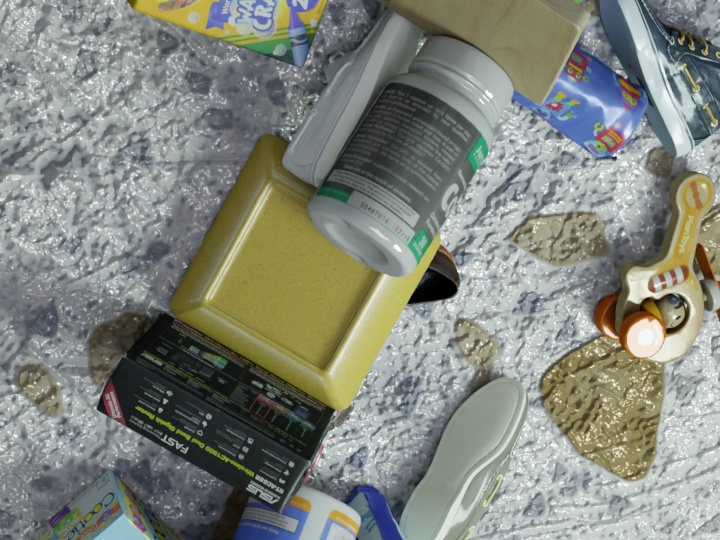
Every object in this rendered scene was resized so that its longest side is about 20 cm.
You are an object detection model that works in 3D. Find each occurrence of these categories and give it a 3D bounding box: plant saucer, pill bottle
[{"bbox_3d":[-0.056,0.004,1.609,0.200,0.048,0.200,30,97,3],"label":"plant saucer"},{"bbox_3d":[0.048,-0.104,1.538,0.113,0.113,0.200,39,75,-23],"label":"pill bottle"},{"bbox_3d":[-0.083,0.308,1.636,0.112,0.112,0.200,30,71,-22],"label":"pill bottle"}]

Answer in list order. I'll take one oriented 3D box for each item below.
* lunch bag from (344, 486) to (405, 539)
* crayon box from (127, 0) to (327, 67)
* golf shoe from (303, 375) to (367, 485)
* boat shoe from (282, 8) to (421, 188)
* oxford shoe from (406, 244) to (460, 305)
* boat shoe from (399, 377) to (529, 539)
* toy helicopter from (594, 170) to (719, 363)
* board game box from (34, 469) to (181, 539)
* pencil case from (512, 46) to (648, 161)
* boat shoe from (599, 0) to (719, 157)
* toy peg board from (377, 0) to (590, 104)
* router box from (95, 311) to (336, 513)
[{"bbox_3d":[0.002,0.340,1.725,0.127,0.170,0.200,11,106,-19],"label":"lunch bag"},{"bbox_3d":[-0.125,-0.275,1.537,0.200,0.052,0.126,16,104,-19],"label":"crayon box"},{"bbox_3d":[-0.058,0.127,1.686,0.092,0.073,0.200,25,101,-20],"label":"golf shoe"},{"bbox_3d":[-0.008,-0.169,1.593,0.068,0.072,0.200,23,84,21],"label":"boat shoe"},{"bbox_3d":[0.000,0.000,1.654,0.199,0.073,0.071,-1,110,-11],"label":"oxford shoe"},{"bbox_3d":[0.115,0.203,1.764,0.060,0.072,0.202,33,89,-48],"label":"boat shoe"},{"bbox_3d":[0.328,-0.002,1.744,0.132,0.079,0.201,8,103,-18],"label":"toy helicopter"},{"bbox_3d":[-0.214,0.313,1.693,0.105,0.103,0.200,-40,114,1],"label":"board game box"},{"bbox_3d":[0.179,-0.182,1.638,0.200,0.087,0.078,28,57,-23],"label":"pencil case"},{"bbox_3d":[0.305,-0.213,1.668,0.091,0.071,0.200,-32,121,-3],"label":"boat shoe"},{"bbox_3d":[0.113,-0.263,1.476,0.199,0.200,0.098,34,77,4],"label":"toy peg board"},{"bbox_3d":[-0.130,0.128,1.589,0.200,0.150,0.062,30,107,1],"label":"router box"}]
